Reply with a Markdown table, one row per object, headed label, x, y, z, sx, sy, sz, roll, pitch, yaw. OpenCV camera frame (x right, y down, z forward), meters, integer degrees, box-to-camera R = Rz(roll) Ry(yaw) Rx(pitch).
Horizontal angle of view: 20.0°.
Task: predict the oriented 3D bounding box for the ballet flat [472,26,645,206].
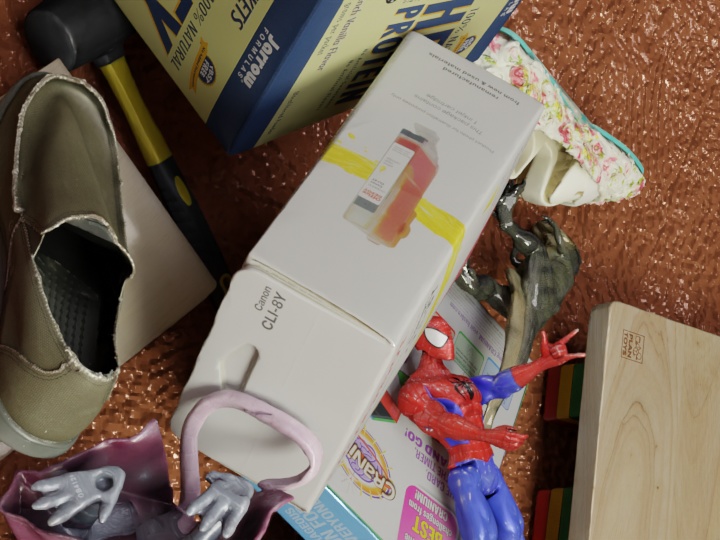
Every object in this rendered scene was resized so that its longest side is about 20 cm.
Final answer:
| label | x | y | z | sx | sy | sz | roll | pitch | yaw |
| --- | --- | --- | --- | --- | --- | --- | --- | --- | --- |
| ballet flat | 0.105 | -0.078 | 1.236 | 0.200 | 0.076 | 0.064 | 37 | 73 | -45 |

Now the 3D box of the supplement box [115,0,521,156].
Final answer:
| label | x | y | z | sx | sy | sz | roll | pitch | yaw |
| --- | --- | --- | --- | --- | --- | --- | --- | --- | --- |
| supplement box | -0.029 | -0.200 | 1.072 | 0.200 | 0.134 | 0.200 | -25 | 71 | -39 |

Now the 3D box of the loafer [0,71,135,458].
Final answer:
| label | x | y | z | sx | sy | sz | roll | pitch | yaw |
| --- | --- | --- | --- | --- | --- | --- | --- | --- | --- |
| loafer | -0.132 | -0.012 | 0.948 | 0.075 | 0.070 | 0.200 | 22 | 51 | -39 |

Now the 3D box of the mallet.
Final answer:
| label | x | y | z | sx | sy | sz | roll | pitch | yaw |
| --- | --- | --- | --- | --- | --- | --- | --- | --- | --- |
| mallet | -0.118 | -0.062 | 1.093 | 0.066 | 0.041 | 0.200 | -29 | 104 | -41 |

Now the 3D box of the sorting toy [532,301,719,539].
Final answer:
| label | x | y | z | sx | sy | sz | roll | pitch | yaw |
| --- | --- | --- | --- | --- | --- | --- | --- | --- | --- |
| sorting toy | 0.195 | 0.142 | 1.280 | 0.199 | 0.070 | 0.200 | 18 | 71 | -35 |

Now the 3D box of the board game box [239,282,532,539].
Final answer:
| label | x | y | z | sx | sy | sz | roll | pitch | yaw |
| --- | --- | --- | --- | --- | --- | --- | --- | --- | --- |
| board game box | 0.016 | 0.075 | 1.134 | 0.153 | 0.040 | 0.200 | 48 | 40 | -21 |

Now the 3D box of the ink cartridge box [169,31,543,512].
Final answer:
| label | x | y | z | sx | sy | sz | roll | pitch | yaw |
| --- | --- | --- | --- | --- | --- | --- | --- | --- | --- |
| ink cartridge box | 0.000 | 0.000 | 1.016 | 0.083 | 0.145 | 0.200 | 30 | 46 | 5 |

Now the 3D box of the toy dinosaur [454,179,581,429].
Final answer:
| label | x | y | z | sx | sy | sz | roll | pitch | yaw |
| --- | --- | --- | --- | --- | --- | --- | --- | --- | --- |
| toy dinosaur | 0.088 | 0.005 | 1.194 | 0.088 | 0.047 | 0.200 | 57 | 35 | -20 |

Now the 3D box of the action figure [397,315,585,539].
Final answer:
| label | x | y | z | sx | sy | sz | roll | pitch | yaw |
| --- | --- | --- | --- | --- | --- | --- | --- | --- | --- |
| action figure | 0.083 | 0.110 | 1.086 | 0.065 | 0.099 | 0.200 | -7 | 73 | -53 |

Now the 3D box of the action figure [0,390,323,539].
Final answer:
| label | x | y | z | sx | sy | sz | roll | pitch | yaw |
| --- | --- | --- | --- | --- | --- | --- | --- | --- | --- |
| action figure | -0.114 | 0.151 | 0.986 | 0.134 | 0.200 | 0.149 | 31 | 54 | 17 |

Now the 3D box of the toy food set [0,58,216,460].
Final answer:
| label | x | y | z | sx | sy | sz | roll | pitch | yaw |
| --- | --- | --- | --- | --- | --- | --- | --- | --- | --- |
| toy food set | -0.183 | 0.003 | 1.019 | 0.200 | 0.060 | 0.144 | -40 | 101 | -27 |
